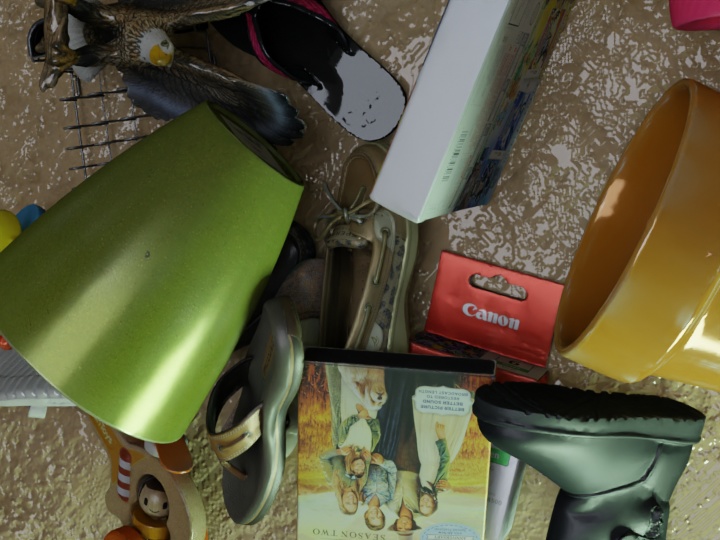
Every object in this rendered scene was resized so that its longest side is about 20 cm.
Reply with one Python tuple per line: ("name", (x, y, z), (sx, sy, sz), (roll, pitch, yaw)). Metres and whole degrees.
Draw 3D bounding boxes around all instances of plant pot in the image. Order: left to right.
("plant pot", (-0.138, -0.016, 0.966), (0.187, 0.187, 0.200), (42, 99, 10))
("plant pot", (0.254, 0.002, 0.905), (0.181, 0.200, 0.202), (25, 104, -2))

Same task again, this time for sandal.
("sandal", (-0.256, 0.093, 1.119), (0.201, 0.083, 0.050), (4, 137, 49))
("sandal", (-0.085, 0.105, 0.996), (0.082, 0.054, 0.202), (-115, 31, -43))
("sandal", (-0.047, -0.179, 1.049), (0.200, 0.045, 0.075), (40, 101, 9))

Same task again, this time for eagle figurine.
("eagle figurine", (-0.138, -0.172, 1.004), (0.152, 0.197, 0.152), (115, 149, -51))

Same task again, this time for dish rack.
("dish rack", (-0.181, -0.114, 1.102), (0.151, 0.054, 0.203), (-6, 95, 20))

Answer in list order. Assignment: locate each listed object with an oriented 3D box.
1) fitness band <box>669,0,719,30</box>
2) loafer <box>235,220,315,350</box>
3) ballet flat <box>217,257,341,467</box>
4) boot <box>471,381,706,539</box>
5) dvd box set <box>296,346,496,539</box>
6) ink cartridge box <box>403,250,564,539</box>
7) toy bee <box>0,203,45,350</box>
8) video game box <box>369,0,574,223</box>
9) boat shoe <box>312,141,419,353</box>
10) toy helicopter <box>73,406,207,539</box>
("fitness band", (0.301, -0.185, 0.878), (0.197, 0.143, 0.038), (-5, 96, 20))
("loafer", (-0.117, 0.036, 1.088), (0.200, 0.072, 0.073), (-44, 81, 18))
("ballet flat", (-0.054, 0.089, 1.072), (0.067, 0.067, 0.202), (52, 126, 54))
("boot", (0.152, 0.172, 0.965), (0.076, 0.198, 0.170), (27, 106, 57))
("dvd box set", (0.024, 0.158, 1.000), (0.144, 0.029, 0.203), (5, 110, 6))
("ink cartridge box", (0.083, 0.097, 1.038), (0.108, 0.050, 0.203), (15, 102, 17))
("toy bee", (-0.260, 0.011, 1.101), (0.130, 0.110, 0.200), (23, 143, -20))
("video game box", (0.088, -0.138, 0.938), (0.046, 0.182, 0.202), (27, 104, 17))
("boat shoe", (0.000, 0.000, 1.026), (0.073, 0.062, 0.203), (-12, 77, 53))
("toy helicopter", (-0.189, 0.149, 1.119), (0.201, 0.078, 0.133), (53, 134, 22))
